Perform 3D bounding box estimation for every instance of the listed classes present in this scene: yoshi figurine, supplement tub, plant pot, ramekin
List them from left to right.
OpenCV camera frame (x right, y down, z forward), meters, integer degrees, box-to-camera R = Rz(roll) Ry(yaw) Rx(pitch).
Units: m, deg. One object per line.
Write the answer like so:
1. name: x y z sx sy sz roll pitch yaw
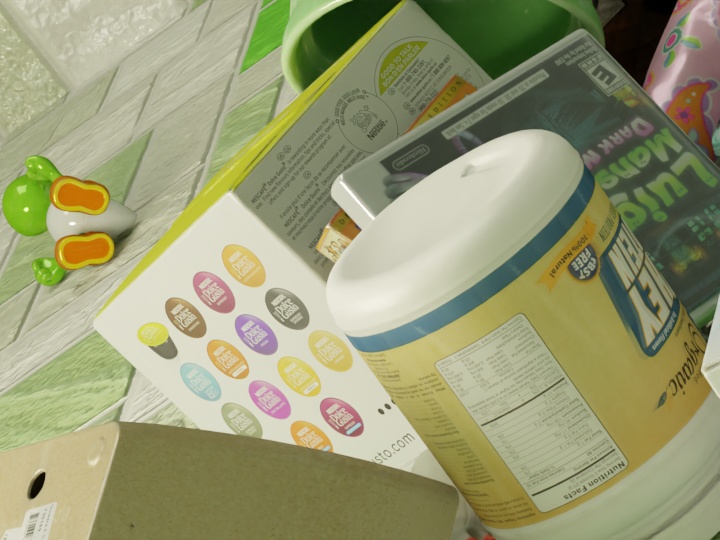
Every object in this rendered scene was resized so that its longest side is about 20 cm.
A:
1. yoshi figurine: -0.296 -0.053 2.835 0.112 0.112 0.200 -46 13 -4
2. plant pot: -0.099 0.175 1.436 0.200 0.177 0.200 -18 51 53
3. ramekin: 0.049 -0.172 1.816 0.200 0.200 0.098 -24 57 41
4. supplement tub: 0.093 0.047 1.448 0.144 0.200 0.145 -33 15 10

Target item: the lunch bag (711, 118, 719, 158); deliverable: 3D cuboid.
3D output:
1. lunch bag: 0.300 -0.111 1.679 0.200 0.077 0.160 -24 21 42

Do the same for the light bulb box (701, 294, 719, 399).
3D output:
1. light bulb box: 0.274 0.002 1.316 0.198 0.125 0.200 -31 16 25

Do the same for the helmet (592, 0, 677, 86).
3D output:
1. helmet: 0.191 -0.191 1.961 0.191 0.200 0.200 -38 15 16

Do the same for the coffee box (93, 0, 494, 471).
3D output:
1. coffee box: 0.000 0.000 1.747 0.200 0.198 0.200 -50 6 -37

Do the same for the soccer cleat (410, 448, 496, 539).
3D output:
1. soccer cleat: 0.046 0.138 1.535 0.077 0.070 0.200 4 30 26

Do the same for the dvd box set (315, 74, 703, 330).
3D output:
1. dvd box set: 0.094 -0.005 1.628 0.146 0.200 0.029 -51 -7 -38

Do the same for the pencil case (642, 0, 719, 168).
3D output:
1. pencil case: 0.219 -0.125 1.797 0.087 0.087 0.200 -11 50 59

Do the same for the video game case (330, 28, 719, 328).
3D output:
1. video game case: 0.113 -0.027 1.614 0.200 0.182 0.023 -32 -18 -33
